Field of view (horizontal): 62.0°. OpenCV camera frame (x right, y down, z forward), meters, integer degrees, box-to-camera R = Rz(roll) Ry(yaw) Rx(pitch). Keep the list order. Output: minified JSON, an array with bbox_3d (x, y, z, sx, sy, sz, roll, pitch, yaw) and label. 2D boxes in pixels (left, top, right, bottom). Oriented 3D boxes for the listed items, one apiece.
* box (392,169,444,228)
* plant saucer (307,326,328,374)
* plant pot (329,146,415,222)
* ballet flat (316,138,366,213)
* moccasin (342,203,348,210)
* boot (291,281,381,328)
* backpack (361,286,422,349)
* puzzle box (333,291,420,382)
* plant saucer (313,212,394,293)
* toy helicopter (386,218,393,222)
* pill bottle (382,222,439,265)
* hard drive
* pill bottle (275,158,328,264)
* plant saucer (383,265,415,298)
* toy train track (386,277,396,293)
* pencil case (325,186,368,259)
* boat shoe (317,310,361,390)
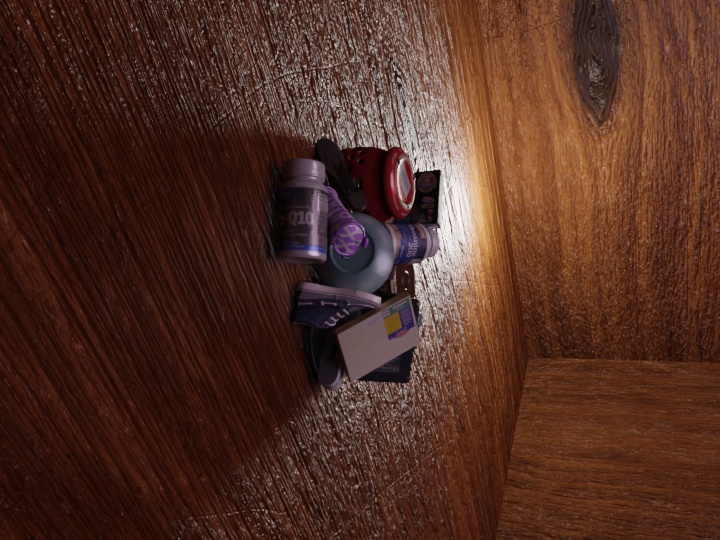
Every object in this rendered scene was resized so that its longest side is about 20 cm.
[{"bbox_3d":[0.143,-0.201,1.747,0.044,0.193,0.166,33,60,-60],"label":"box"},{"bbox_3d":[-0.079,0.162,1.443,0.199,0.027,0.208,-2,90,-66],"label":"plant saucer"},{"bbox_3d":[0.036,-0.217,1.546,0.199,0.177,0.209,2,87,-62],"label":"plant pot"},{"bbox_3d":[-0.049,-0.226,1.448,0.066,0.046,0.203,-31,85,-21],"label":"ballet flat"},{"bbox_3d":[-0.056,-0.060,1.449,0.073,0.075,0.209,32,59,-60],"label":"moccasin"},{"bbox_3d":[-0.054,0.088,1.328,0.073,0.192,0.094,81,18,-76],"label":"boot"},{"bbox_3d":[0.061,0.169,1.538,0.152,0.171,0.206,-93,-163,-63],"label":"backpack"},{"bbox_3d":[0.041,0.151,1.364,0.195,0.025,0.137,-26,119,-18],"label":"puzzle box"},{"bbox_3d":[-0.018,-0.042,1.385,0.039,0.193,0.209,78,16,-76],"label":"plant saucer"},{"bbox_3d":[0.059,-0.234,1.704,0.130,0.077,0.208,2,78,-48],"label":"toy helicopter"},{"bbox_3d":[0.123,-0.074,1.643,0.195,0.109,0.116,-3,91,-40],"label":"pill bottle"},{"bbox_3d":[0.064,0.165,1.438,0.033,0.134,0.208,-123,-141,-74],"label":"hard drive"},{"bbox_3d":[-0.123,-0.123,1.269,0.113,0.110,0.208,15,75,-63],"label":"pill bottle"},{"bbox_3d":[0.119,0.031,1.733,0.199,0.033,0.209,8,81,-64],"label":"plant saucer"},{"bbox_3d":[0.098,0.112,1.639,0.032,0.114,0.207,-19,116,-23],"label":"toy train track"},{"bbox_3d":[-0.053,-0.114,1.340,0.083,0.201,0.086,0,124,-28],"label":"pencil case"},{"bbox_3d":[-0.037,0.185,1.415,0.086,0.072,0.208,53,48,-59],"label":"boat shoe"}]
